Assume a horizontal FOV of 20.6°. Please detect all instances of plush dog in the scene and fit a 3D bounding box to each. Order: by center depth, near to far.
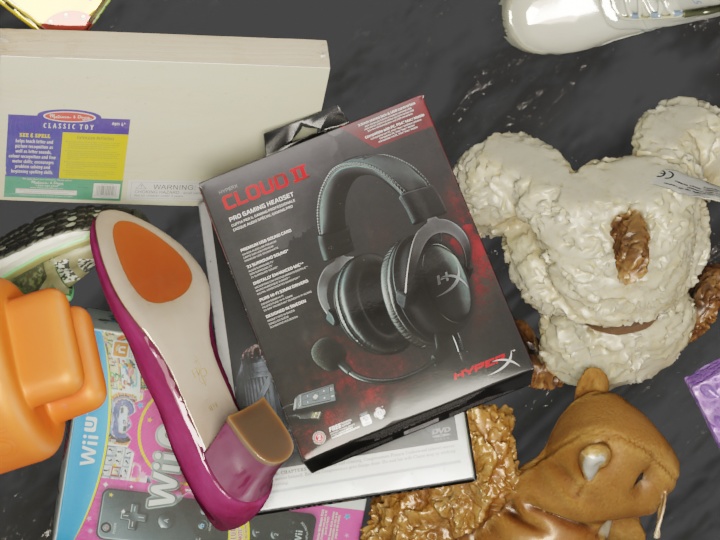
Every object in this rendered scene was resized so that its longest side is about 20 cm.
[{"bbox_3d":[0.166,0.005,1.279,0.199,0.161,0.173,-13,131,-3],"label":"plush dog"}]

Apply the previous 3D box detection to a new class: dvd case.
[{"bbox_3d":[-0.016,0.044,1.239,0.149,0.025,0.201,-9,78,1],"label":"dvd case"}]

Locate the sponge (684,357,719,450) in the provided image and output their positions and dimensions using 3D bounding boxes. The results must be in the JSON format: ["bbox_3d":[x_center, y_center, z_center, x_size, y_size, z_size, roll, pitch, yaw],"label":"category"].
[{"bbox_3d":[0.332,0.074,1.364,0.199,0.030,0.112,-30,106,0],"label":"sponge"}]

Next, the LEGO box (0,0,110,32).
[{"bbox_3d":[-0.210,-0.251,1.189,0.200,0.077,0.149,37,96,-14],"label":"LEGO box"}]

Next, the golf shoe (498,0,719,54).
[{"bbox_3d":[0.186,-0.185,1.250,0.199,0.097,0.079,-19,107,-1],"label":"golf shoe"}]

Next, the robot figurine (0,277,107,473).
[{"bbox_3d":[-0.254,0.073,1.174,0.199,0.144,0.117,-19,108,8],"label":"robot figurine"}]

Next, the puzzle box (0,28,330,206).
[{"bbox_3d":[-0.125,-0.092,1.221,0.198,0.026,0.133,1,142,-12],"label":"puzzle box"}]

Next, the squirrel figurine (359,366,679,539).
[{"bbox_3d":[0.103,0.149,1.268,0.199,0.142,0.187,25,125,-3],"label":"squirrel figurine"}]

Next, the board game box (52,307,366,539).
[{"bbox_3d":[-0.093,0.114,1.298,0.199,0.064,0.149,8,101,-9],"label":"board game box"}]

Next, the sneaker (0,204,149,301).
[{"bbox_3d":[-0.214,0.025,1.258,0.199,0.077,0.089,-27,106,7],"label":"sneaker"}]

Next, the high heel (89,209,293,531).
[{"bbox_3d":[-0.118,0.062,1.195,0.067,0.096,0.201,-16,65,-38],"label":"high heel"}]

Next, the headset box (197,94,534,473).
[{"bbox_3d":[0.000,0.000,1.196,0.148,0.077,0.201,-21,79,-2],"label":"headset box"}]
